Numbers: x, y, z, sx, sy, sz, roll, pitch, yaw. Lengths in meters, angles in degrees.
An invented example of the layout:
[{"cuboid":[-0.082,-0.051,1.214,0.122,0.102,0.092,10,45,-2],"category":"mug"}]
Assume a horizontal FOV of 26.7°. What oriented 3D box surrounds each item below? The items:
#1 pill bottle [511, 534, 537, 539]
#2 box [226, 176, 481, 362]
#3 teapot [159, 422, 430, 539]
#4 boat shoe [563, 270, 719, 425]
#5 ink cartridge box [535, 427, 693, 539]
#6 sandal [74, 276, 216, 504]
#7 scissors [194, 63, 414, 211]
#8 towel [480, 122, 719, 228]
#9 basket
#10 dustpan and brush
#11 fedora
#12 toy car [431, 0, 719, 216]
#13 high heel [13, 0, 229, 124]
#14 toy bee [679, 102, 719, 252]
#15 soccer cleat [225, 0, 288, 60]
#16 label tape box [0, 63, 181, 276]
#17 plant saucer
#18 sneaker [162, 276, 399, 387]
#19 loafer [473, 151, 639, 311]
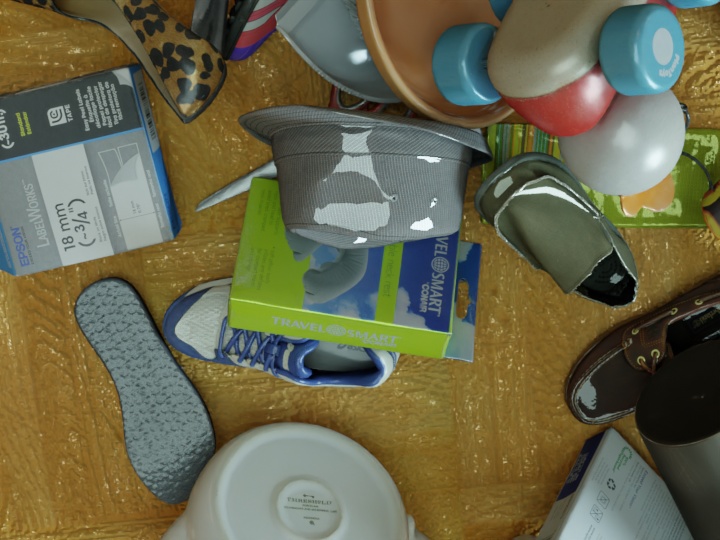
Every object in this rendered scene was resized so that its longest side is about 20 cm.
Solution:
[{"cuboid":[0.195,0.320,1.298,0.200,0.109,0.109,33,101,-8],"category":"pill bottle"},{"cuboid":[0.000,0.000,1.222,0.199,0.122,0.048,9,148,-2],"category":"box"},{"cuboid":[-0.059,0.233,1.261,0.200,0.197,0.146,39,139,11],"category":"teapot"},{"cuboid":[0.257,0.064,1.260,0.200,0.070,0.070,-38,101,9],"category":"boat shoe"},{"cuboid":[0.230,0.265,1.251,0.200,0.200,0.041,45,136,-7],"category":"ink cartridge box"},{"cuboid":[-0.177,0.098,1.285,0.076,0.043,0.201,-21,93,-3],"category":"sandal"},{"cuboid":[-0.043,-0.093,1.249,0.200,0.014,0.073,-42,102,7],"category":"scissors"},{"cuboid":[0.199,-0.077,1.253,0.199,0.018,0.086,1,104,-1],"category":"towel"},{"cuboid":[0.316,0.162,1.213,0.200,0.136,0.180,53,56,-26],"category":"basket"},{"cuboid":[0.038,-0.170,1.199,0.140,0.057,0.200,-49,133,-11],"category":"dustpan and brush"},{"cuboid":[0.004,-0.064,1.154,0.200,0.177,0.091,6,84,-35],"category":"fedora"},{"cuboid":[0.192,-0.135,1.129,0.200,0.184,0.177,54,55,-32],"category":"toy car"},{"cuboid":[-0.199,-0.180,1.164,0.199,0.071,0.143,1,69,9],"category":"high heel"},{"cuboid":[0.311,-0.045,1.204,0.199,0.109,0.131,6,143,0],"category":"toy bee"},{"cuboid":[-0.040,-0.241,1.191,0.073,0.068,0.200,31,100,-15],"category":"soccer cleat"},{"cuboid":[-0.260,-0.074,1.227,0.199,0.063,0.145,-13,102,2],"category":"label tape box"},{"cuboid":[0.067,-0.207,1.162,0.200,0.037,0.201,1,88,-41],"category":"plant saucer"},{"cuboid":[-0.066,0.054,1.246,0.199,0.088,0.076,4,105,0],"category":"sneaker"},{"cuboid":[0.165,-0.027,1.187,0.075,0.070,0.200,-46,137,15],"category":"loafer"}]
